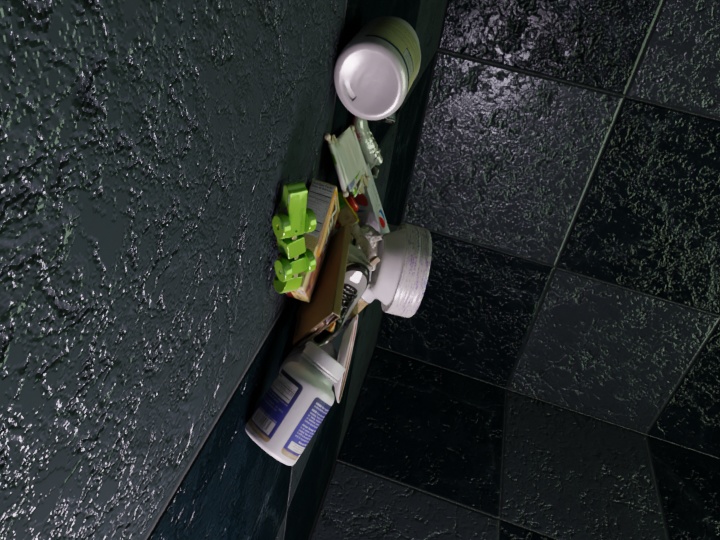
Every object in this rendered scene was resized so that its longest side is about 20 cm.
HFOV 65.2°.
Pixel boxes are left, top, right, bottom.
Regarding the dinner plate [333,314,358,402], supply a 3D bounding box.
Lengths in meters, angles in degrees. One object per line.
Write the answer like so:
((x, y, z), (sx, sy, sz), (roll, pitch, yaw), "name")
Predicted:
((-0.036, 0.201, 1.303), (0.200, 0.023, 0.208), (14, 89, -85), "dinner plate")

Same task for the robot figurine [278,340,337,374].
((-0.114, 0.217, 1.247), (0.200, 0.108, 0.176), (-56, 152, -69), "robot figurine")

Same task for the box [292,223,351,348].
((-0.075, 0.030, 1.107), (0.163, 0.021, 0.206), (-39, -145, 47), "box")

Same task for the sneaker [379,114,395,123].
((0.071, -0.456, 1.417), (0.202, 0.074, 0.152), (-47, 142, -55), "sneaker")

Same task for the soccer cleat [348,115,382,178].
((0.016, -0.295, 1.328), (0.202, 0.083, 0.072), (91, 17, -61), "soccer cleat")

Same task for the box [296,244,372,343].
((-0.058, 0.044, 1.189), (0.204, 0.080, 0.069), (-60, -161, 18), "box")

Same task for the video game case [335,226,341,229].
((-0.049, -0.089, 1.492), (0.183, 0.022, 0.207), (-61, 164, -63), "video game case")

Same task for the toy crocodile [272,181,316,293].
((-0.115, -0.050, 0.928), (0.066, 0.061, 0.206), (-22, 131, -35), "toy crocodile")

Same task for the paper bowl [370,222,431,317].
((0.085, -0.005, 1.276), (0.201, 0.100, 0.209), (-168, -91, -82), "paper bowl")

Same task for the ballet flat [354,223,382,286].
((0.000, 0.000, 1.262), (0.072, 0.069, 0.207), (-43, 150, -76), "ballet flat")

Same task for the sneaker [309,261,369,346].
((-0.042, 0.071, 1.113), (0.202, 0.072, 0.080), (-55, -160, 23), "sneaker")

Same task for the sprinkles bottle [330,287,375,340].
((-0.048, 0.101, 1.354), (0.200, 0.068, 0.068), (-44, 179, 13), "sprinkles bottle")

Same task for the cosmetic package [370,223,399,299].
((0.044, -0.033, 1.602), (0.201, 0.160, 0.174), (-97, -162, -72), "cosmetic package")

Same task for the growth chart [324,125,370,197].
((-0.020, -0.228, 1.182), (0.201, 0.017, 0.150), (-55, 132, -65), "growth chart")

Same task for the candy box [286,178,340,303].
((-0.094, -0.054, 1.075), (0.116, 0.053, 0.207), (87, 19, -74), "candy box")

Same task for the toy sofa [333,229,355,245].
((-0.053, -0.041, 1.318), (0.201, 0.080, 0.101), (84, 26, -70), "toy sofa")

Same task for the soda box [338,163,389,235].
((0.013, -0.145, 1.355), (0.064, 0.066, 0.206), (-61, 137, -57), "soda box")

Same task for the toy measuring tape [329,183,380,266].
((-0.017, -0.095, 1.180), (0.072, 0.203, 0.074), (-32, 169, -7), "toy measuring tape")

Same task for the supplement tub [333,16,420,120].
((0.039, -0.395, 1.082), (0.202, 0.140, 0.149), (-65, 169, -50), "supplement tub")

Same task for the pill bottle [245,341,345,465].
((-0.117, 0.245, 1.064), (0.203, 0.118, 0.120), (-55, 169, -10), "pill bottle")
